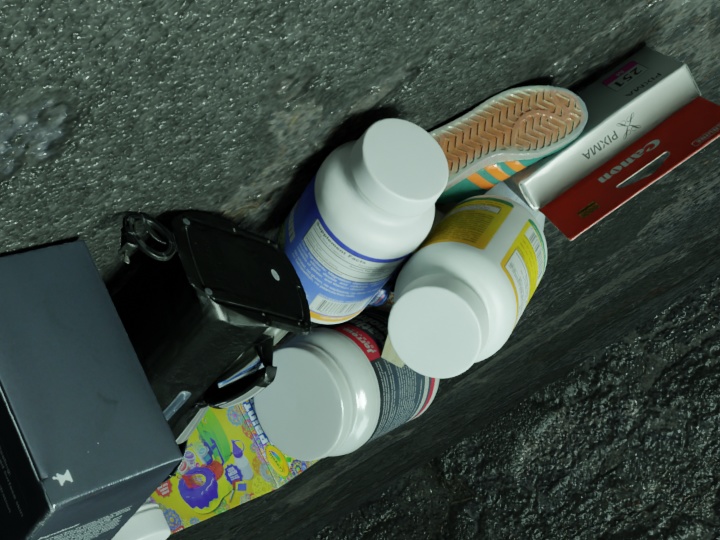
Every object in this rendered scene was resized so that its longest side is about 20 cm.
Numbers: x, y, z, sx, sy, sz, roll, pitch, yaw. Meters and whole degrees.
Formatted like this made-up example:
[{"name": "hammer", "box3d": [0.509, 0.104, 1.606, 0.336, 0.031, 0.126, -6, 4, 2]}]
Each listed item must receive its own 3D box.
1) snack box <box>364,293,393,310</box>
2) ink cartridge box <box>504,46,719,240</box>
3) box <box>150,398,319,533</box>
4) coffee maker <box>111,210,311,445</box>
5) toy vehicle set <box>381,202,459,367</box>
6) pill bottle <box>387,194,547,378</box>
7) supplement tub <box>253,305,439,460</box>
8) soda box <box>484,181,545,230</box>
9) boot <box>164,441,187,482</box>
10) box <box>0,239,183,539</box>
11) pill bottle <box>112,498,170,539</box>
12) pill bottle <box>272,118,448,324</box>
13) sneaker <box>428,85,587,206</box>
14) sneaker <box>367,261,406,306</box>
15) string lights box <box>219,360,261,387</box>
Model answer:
[{"name": "snack box", "box3d": [0.017, 0.089, 1.531, 0.114, 0.038, 0.201, -2, 146, -20]}, {"name": "ink cartridge box", "box3d": [0.240, -0.127, 1.156, 0.199, 0.044, 0.174, -35, -157, 2]}, {"name": "box", "box3d": [-0.137, 0.198, 1.438, 0.199, 0.123, 0.192, -29, 178, 36]}, {"name": "coffee maker", "box3d": [-0.174, 0.050, 1.038, 0.191, 0.136, 0.200, 33, 119, -25]}, {"name": "toy vehicle set", "box3d": [0.085, -0.007, 1.277, 0.124, 0.026, 0.202, -41, 153, -50]}, {"name": "pill bottle", "box3d": [0.095, 0.015, 1.077, 0.112, 0.113, 0.200, -39, -175, 30]}, {"name": "supplement tub", "box3d": [-0.012, 0.125, 1.349, 0.140, 0.141, 0.199, -40, 167, 33]}, {"name": "soda box", "box3d": [0.118, 0.003, 1.234, 0.201, 0.063, 0.069, -55, 162, -23]}, {"name": "boot", "box3d": [-0.246, 0.215, 1.289, 0.074, 0.203, 0.096, 30, 157, -32]}, {"name": "box", "box3d": [-0.258, 0.118, 0.948, 0.116, 0.198, 0.200, -15, 159, -38]}, {"name": "pill bottle", "box3d": [-0.254, 0.171, 1.113, 0.110, 0.202, 0.111, -27, 165, -8]}, {"name": "pill bottle", "box3d": [-0.002, -0.045, 1.066, 0.111, 0.113, 0.200, -18, 160, -34]}, {"name": "sneaker", "box3d": [0.121, -0.116, 1.155, 0.197, 0.072, 0.080, -21, 165, -5]}, {"name": "sneaker", "box3d": [0.000, 0.000, 1.263, 0.198, 0.079, 0.075, -13, 157, -46]}, {"name": "string lights box", "box3d": [-0.157, 0.077, 1.257, 0.102, 0.059, 0.200, -28, 164, -6]}]
